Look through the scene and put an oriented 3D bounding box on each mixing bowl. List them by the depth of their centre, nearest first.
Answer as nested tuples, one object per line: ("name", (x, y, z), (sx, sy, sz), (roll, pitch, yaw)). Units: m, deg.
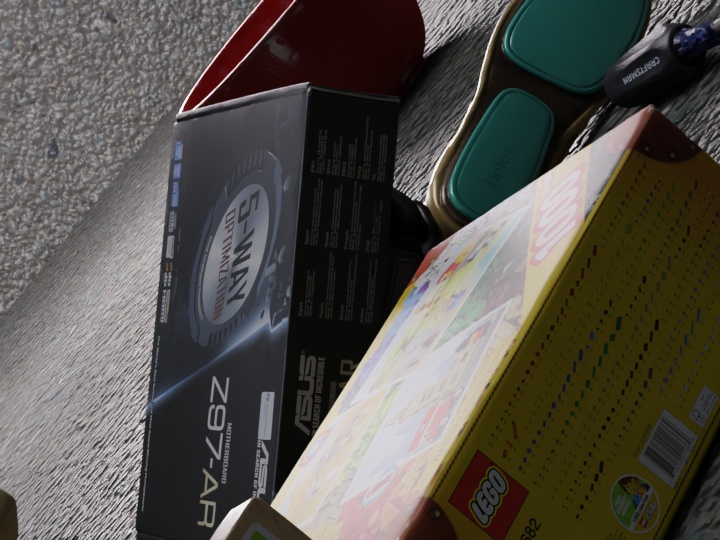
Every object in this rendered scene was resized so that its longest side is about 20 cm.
("mixing bowl", (-0.025, -0.151, 1.724), (0.200, 0.108, 0.200), (-47, 12, 13))

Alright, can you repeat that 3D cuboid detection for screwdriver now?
("screwdriver", (0.163, -0.108, 1.048), (0.200, 0.028, 0.029), (155, 123, -63))

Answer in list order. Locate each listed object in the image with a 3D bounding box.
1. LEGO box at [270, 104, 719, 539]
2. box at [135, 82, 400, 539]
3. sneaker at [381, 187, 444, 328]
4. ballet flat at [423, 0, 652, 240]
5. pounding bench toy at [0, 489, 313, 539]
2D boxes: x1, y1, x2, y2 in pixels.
("LEGO box", (0.045, 0.060, 0.810), (0.149, 0.077, 0.200), (-34, 19, 53))
("box", (-0.043, 0.026, 1.050), (0.160, 0.044, 0.200), (178, 98, -65))
("sneaker", (0.000, 0.000, 1.136), (0.200, 0.071, 0.098), (-111, 27, -76))
("ballet flat", (0.080, -0.079, 1.187), (0.200, 0.069, 0.063), (-55, -2, -32))
("pounding bench toy", (-0.075, 0.145, 0.681), (0.156, 0.200, 0.124), (-34, 19, 52))
